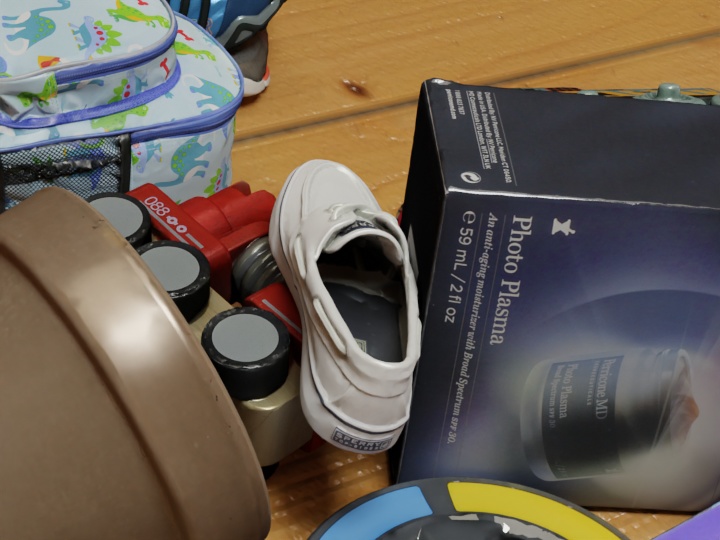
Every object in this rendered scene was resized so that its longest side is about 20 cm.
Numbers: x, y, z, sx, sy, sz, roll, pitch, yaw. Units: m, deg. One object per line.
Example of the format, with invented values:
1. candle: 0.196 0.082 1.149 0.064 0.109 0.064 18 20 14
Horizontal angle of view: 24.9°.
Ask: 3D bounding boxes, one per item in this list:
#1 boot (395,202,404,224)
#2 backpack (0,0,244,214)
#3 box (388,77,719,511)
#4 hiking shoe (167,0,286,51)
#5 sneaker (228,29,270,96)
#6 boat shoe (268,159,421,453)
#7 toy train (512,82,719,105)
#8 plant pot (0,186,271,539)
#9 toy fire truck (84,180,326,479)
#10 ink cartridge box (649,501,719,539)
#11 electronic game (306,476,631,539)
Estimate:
1. boot: 0.131 -0.014 1.036 0.150 0.073 0.200 -15 37 -31
2. backpack: -0.179 -0.113 1.053 0.199 0.147 0.183 -9 40 -27
3. box: 0.121 0.017 0.877 0.197 0.201 0.123 3 34 -7
4. hiking shoe: -0.130 -0.195 1.169 0.200 0.087 0.074 -37 54 -7
5. sneaker: -0.104 -0.204 1.255 0.077 0.082 0.200 4 35 -6
6. boat shoe: 0.000 0.000 0.831 0.073 0.066 0.200 6 41 -20
7. toy train: 0.175 -0.080 1.012 0.199 0.086 0.114 -4 17 -12
8. plant pot: -0.167 0.086 0.755 0.174 0.201 0.200 -31 48 -21
9. toy fire truck: -0.046 0.016 0.937 0.200 0.129 0.176 -30 54 -32
10. ink cartridge box: 0.189 0.101 0.672 0.200 0.198 0.044 13 46 -63
11. electronic game: 0.061 0.170 0.784 0.199 0.042 0.200 6 34 -4
